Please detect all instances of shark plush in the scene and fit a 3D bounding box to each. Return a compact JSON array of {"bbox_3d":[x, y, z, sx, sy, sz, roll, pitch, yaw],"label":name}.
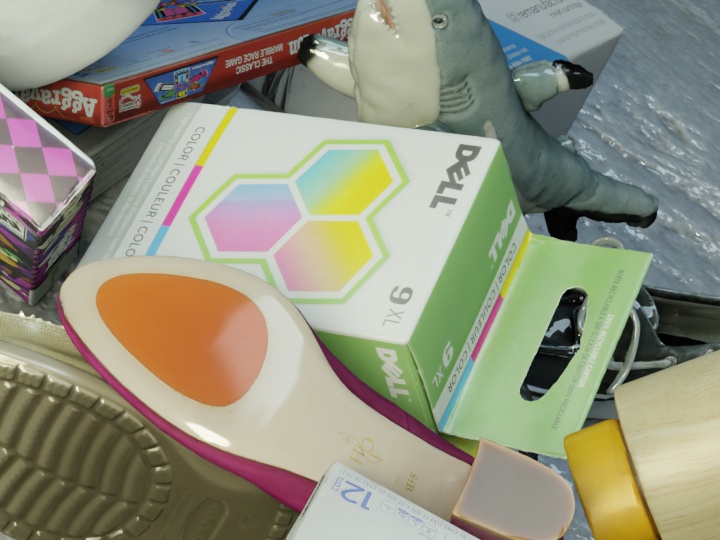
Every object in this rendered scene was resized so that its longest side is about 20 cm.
[{"bbox_3d":[0.065,-0.058,1.142,0.200,0.083,0.091,36,18,-29],"label":"shark plush"}]

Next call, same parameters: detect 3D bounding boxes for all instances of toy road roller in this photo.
[{"bbox_3d":[0.166,0.120,1.007,0.200,0.122,0.147,54,18,-61],"label":"toy road roller"}]

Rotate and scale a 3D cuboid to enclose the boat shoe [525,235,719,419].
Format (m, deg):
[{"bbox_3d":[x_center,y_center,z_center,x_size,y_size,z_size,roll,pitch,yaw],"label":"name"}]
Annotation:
[{"bbox_3d":[0.105,0.028,1.200,0.198,0.068,0.074,12,33,-26],"label":"boat shoe"}]

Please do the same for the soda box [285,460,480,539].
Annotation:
[{"bbox_3d":[0.057,0.147,0.890,0.199,0.068,0.063,29,30,1],"label":"soda box"}]

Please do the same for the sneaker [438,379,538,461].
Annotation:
[{"bbox_3d":[-0.002,0.037,1.109,0.076,0.076,0.200,-13,40,-34],"label":"sneaker"}]

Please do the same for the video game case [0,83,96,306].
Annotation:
[{"bbox_3d":[-0.186,-0.073,1.007,0.200,0.036,0.181,39,-12,-1],"label":"video game case"}]

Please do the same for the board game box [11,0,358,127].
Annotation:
[{"bbox_3d":[-0.088,-0.095,1.146,0.102,0.020,0.200,12,20,31],"label":"board game box"}]

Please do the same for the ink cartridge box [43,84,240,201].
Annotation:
[{"bbox_3d":[-0.160,-0.110,1.216,0.176,0.045,0.200,34,30,7],"label":"ink cartridge box"}]

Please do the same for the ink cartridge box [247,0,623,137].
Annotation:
[{"bbox_3d":[0.007,-0.129,1.343,0.200,0.086,0.146,39,32,15],"label":"ink cartridge box"}]

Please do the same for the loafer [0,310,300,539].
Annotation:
[{"bbox_3d":[-0.078,0.065,0.994,0.199,0.076,0.068,25,27,-24],"label":"loafer"}]

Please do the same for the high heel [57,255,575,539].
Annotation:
[{"bbox_3d":[-0.020,0.065,0.962,0.199,0.096,0.068,30,65,7],"label":"high heel"}]

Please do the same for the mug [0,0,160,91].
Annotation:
[{"bbox_3d":[-0.134,-0.156,0.993,0.148,0.176,0.200,-46,35,-21],"label":"mug"}]

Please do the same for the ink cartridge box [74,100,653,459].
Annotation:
[{"bbox_3d":[0.000,0.000,1.045,0.199,0.059,0.104,9,52,24],"label":"ink cartridge box"}]
